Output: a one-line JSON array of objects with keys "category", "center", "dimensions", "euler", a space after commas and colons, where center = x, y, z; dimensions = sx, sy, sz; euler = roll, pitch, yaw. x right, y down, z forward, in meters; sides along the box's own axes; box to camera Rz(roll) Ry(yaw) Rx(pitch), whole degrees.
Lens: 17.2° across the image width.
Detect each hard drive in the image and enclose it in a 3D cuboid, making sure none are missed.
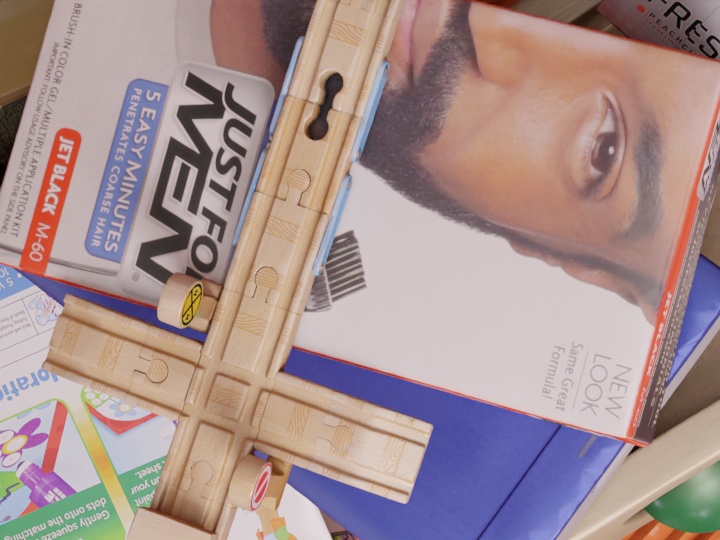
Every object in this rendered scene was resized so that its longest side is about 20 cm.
[{"category": "hard drive", "center": [0.000, 0.000, 0.745], "dimensions": [0.200, 0.025, 0.132], "euler": [37, 94, 14]}]

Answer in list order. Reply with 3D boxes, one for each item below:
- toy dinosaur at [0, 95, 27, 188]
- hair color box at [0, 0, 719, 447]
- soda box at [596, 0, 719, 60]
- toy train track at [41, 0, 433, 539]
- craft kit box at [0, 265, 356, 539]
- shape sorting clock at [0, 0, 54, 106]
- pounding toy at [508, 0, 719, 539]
[{"category": "toy dinosaur", "center": [-0.111, -0.064, 0.807], "dimensions": [0.077, 0.200, 0.102], "euler": [43, 142, 8]}, {"category": "hair color box", "center": [0.001, -0.028, 0.702], "dimensions": [0.199, 0.064, 0.111], "euler": [15, 88, 14]}, {"category": "soda box", "center": [0.159, -0.135, 0.747], "dimensions": [0.064, 0.068, 0.200], "euler": [40, 60, -1]}, {"category": "toy train track", "center": [-0.026, -0.006, 0.658], "dimensions": [0.114, 0.033, 0.201], "euler": [18, 90, 15]}, {"category": "craft kit box", "center": [-0.112, 0.093, 0.876], "dimensions": [0.200, 0.049, 0.198], "euler": [-23, 93, 9]}, {"category": "shape sorting clock", "center": [-0.163, -0.130, 0.772], "dimensions": [0.199, 0.039, 0.201], "euler": [8, 61, -15]}, {"category": "pounding toy", "center": [0.078, 0.029, 0.811], "dimensions": [0.184, 0.142, 0.200], "euler": [-32, 78, 9]}]
